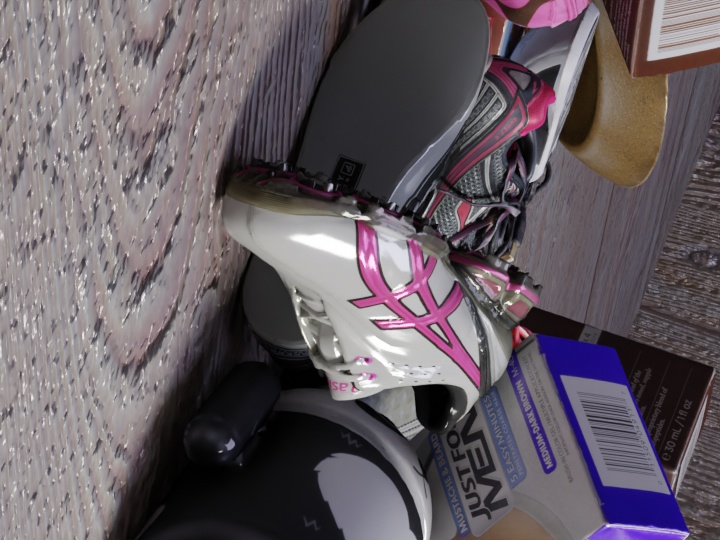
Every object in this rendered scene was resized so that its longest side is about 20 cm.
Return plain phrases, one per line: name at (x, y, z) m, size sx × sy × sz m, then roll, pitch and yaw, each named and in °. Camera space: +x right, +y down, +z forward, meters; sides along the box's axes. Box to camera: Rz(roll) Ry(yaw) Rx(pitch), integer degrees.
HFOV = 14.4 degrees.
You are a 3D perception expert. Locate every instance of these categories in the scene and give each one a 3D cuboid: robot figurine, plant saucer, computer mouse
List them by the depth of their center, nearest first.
robot figurine at (-0.038, 0.137, 1.310) m, size 0.151 × 0.124 × 0.200 m, roll -66°, pitch 174°, yaw 31°
computer mouse at (0.106, -0.096, 1.784) m, size 0.201 × 0.044 × 0.110 m, roll 104°, pitch 10°, yaw -49°
plant saucer at (0.144, -0.150, 1.828) m, size 0.200 × 0.035 × 0.202 m, roll 171°, pitch -90°, yaw -76°

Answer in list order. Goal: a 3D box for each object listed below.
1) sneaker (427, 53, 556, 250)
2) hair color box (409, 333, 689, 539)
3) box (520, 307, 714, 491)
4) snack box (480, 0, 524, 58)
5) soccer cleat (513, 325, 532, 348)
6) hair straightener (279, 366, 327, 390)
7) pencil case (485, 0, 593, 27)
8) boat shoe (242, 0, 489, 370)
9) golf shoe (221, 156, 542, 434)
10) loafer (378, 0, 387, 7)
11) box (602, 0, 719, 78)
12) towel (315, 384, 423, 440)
sneaker at (0.063, -0.046, 1.689) m, size 0.201 × 0.074 × 0.081 m, roll 98°, pitch 14°, yaw -51°
hair color box at (0.058, 0.132, 1.388) m, size 0.200 × 0.065 × 0.110 m, roll -45°, pitch -129°, yaw 35°
box at (0.118, 0.086, 1.836) m, size 0.075 × 0.199 × 0.100 m, roll 96°, pitch 15°, yaw -45°
snack box at (0.073, -0.097, 1.795) m, size 0.072 × 0.024 × 0.201 m, roll -56°, pitch 162°, yaw -55°
soccer cleat at (0.069, 0.045, 1.471) m, size 0.069 × 0.073 × 0.200 m, roll -67°, pitch 158°, yaw -16°
hair straightener at (0.000, 0.000, 1.557) m, size 0.077 × 0.041 × 0.201 m, roll 98°, pitch 10°, yaw -49°
pencil case at (0.103, -0.214, 1.536) m, size 0.090 × 0.094 × 0.200 m, roll -30°, pitch 153°, yaw -17°
boat shoe at (0.002, -0.046, 1.374) m, size 0.201 × 0.070 × 0.064 m, roll -61°, pitch 168°, yaw -12°
golf shoe at (0.005, 0.015, 1.281) m, size 0.200 × 0.072 × 0.093 m, roll 28°, pitch 85°, yaw -46°
loafer at (0.015, -0.047, 1.440) m, size 0.072 × 0.063 × 0.201 m, roll -6°, pitch 114°, yaw -79°
box at (0.164, -0.220, 1.634) m, size 0.100 × 0.074 × 0.201 m, roll 92°, pitch -16°, yaw -56°
towel at (-0.023, 0.145, 1.503) m, size 0.200 × 0.034 × 0.194 m, roll -20°, pitch 132°, yaw -52°
